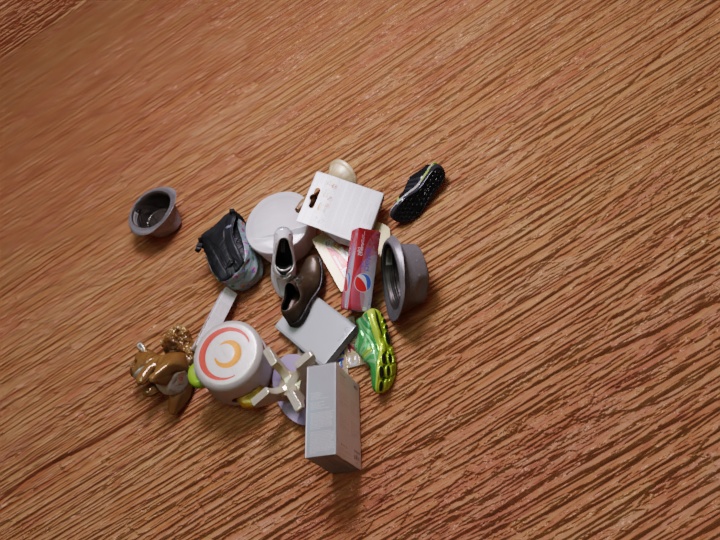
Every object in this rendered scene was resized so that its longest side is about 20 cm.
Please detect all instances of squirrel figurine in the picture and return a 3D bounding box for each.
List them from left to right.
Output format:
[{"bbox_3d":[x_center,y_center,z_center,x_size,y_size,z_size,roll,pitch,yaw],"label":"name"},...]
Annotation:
[{"bbox_3d":[-0.518,0.247,1.681,0.184,0.143,0.201,16,55,39],"label":"squirrel figurine"}]

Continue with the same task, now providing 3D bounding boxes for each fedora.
[{"bbox_3d":[-0.626,-0.167,1.959,0.196,0.090,0.181,2,61,30],"label":"fedora"},{"bbox_3d":[0.112,0.017,1.530,0.088,0.177,0.205,-5,74,-13],"label":"fedora"}]

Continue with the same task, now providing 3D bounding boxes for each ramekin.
[{"bbox_3d":[-0.213,-0.109,1.747,0.197,0.095,0.207,-8,56,12],"label":"ramekin"}]

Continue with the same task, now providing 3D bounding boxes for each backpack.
[{"bbox_3d":[-0.355,-0.045,1.759,0.166,0.126,0.202,-41,54,15],"label":"backpack"}]

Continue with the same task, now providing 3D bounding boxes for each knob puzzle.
[{"bbox_3d":[-0.006,-0.058,1.678,0.213,0.031,0.225,-3,65,5],"label":"knob puzzle"}]

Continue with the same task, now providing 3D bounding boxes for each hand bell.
[{"bbox_3d":[-0.107,-0.212,1.716,0.103,0.106,0.199,23,46,30],"label":"hand bell"}]

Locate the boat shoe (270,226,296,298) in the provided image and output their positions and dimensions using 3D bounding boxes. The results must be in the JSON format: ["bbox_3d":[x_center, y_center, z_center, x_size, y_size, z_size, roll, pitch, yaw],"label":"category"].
[{"bbox_3d":[-0.203,-0.009,1.638,0.071,0.205,0.066,-5,28,-4],"label":"boat shoe"}]

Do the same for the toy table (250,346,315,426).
[{"bbox_3d":[-0.166,0.272,1.505,0.185,0.117,0.199,-48,56,-6],"label":"toy table"}]

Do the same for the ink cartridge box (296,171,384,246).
[{"bbox_3d":[-0.052,-0.157,1.674,0.195,0.050,0.165,18,69,8],"label":"ink cartridge box"}]

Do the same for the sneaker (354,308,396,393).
[{"bbox_3d":[0.033,0.197,1.506,0.083,0.073,0.205,-26,60,35],"label":"sneaker"}]

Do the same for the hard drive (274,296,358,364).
[{"bbox_3d":[-0.114,0.147,1.606,0.198,0.026,0.132,33,76,36],"label":"hard drive"}]

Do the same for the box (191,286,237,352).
[{"bbox_3d":[-0.391,0.135,1.688,0.039,0.041,0.203,-36,27,45],"label":"box"}]

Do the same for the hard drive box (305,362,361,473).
[{"bbox_3d":[-0.059,0.333,1.412,0.075,0.156,0.205,-11,58,17],"label":"hard drive box"}]

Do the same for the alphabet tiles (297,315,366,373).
[{"bbox_3d":[-0.066,0.206,1.574,0.195,0.008,0.171,-17,58,14],"label":"alphabet tiles"}]

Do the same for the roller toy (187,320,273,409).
[{"bbox_3d":[-0.312,0.236,1.579,0.195,0.141,0.186,13,63,18],"label":"roller toy"}]

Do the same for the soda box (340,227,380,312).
[{"bbox_3d":[0.000,0.000,1.573,0.062,0.070,0.206,9,85,-16],"label":"soda box"}]

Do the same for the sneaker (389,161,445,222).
[{"bbox_3d":[0.149,-0.210,1.695,0.200,0.072,0.083,-45,32,-7],"label":"sneaker"}]

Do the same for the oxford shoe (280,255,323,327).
[{"bbox_3d":[-0.150,0.038,1.625,0.071,0.085,0.204,1,57,27],"label":"oxford shoe"}]
